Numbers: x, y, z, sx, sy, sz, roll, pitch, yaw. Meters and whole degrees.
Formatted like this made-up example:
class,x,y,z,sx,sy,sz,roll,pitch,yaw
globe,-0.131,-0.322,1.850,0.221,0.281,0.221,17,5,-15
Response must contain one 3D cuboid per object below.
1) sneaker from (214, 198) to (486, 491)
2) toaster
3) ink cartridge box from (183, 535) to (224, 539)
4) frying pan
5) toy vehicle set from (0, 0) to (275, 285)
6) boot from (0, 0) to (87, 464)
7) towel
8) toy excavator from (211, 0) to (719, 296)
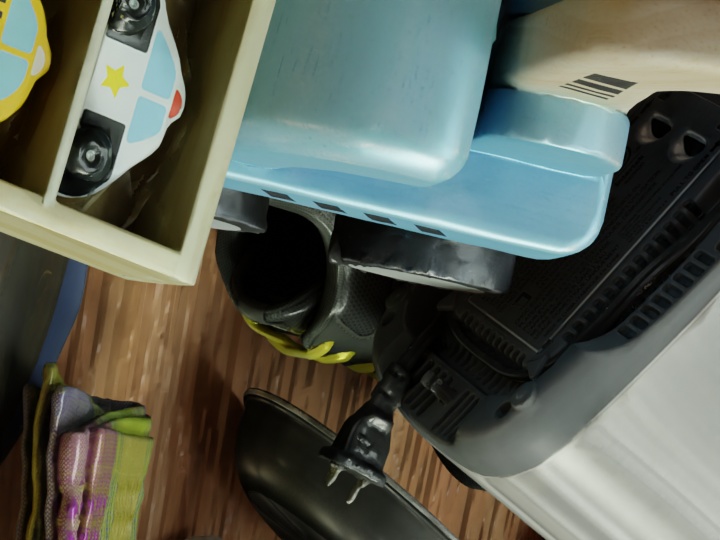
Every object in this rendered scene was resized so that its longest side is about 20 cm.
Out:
class,x,y,z,sx,sy,sz,roll,pitch,yaw
sneaker,0.000,0.000,0.838,0.085,0.074,0.200,-44,134,-22
toaster,0.099,0.019,0.780,0.200,0.114,0.129,-48,116,-3
ink cartridge box,-0.030,0.200,0.837,0.084,0.145,0.200,-20,126,-48
frying pan,0.007,0.090,0.879,0.031,0.115,0.190,-47,165,-13
toy vehicle set,-0.064,-0.111,0.615,0.124,0.027,0.200,22,79,-35
boot,-0.101,-0.029,0.683,0.097,0.075,0.200,12,89,-84
towel,-0.079,0.123,0.716,0.144,0.023,0.200,82,17,-87
toy excavator,0.037,-0.048,0.666,0.200,0.194,0.100,166,-64,-82
